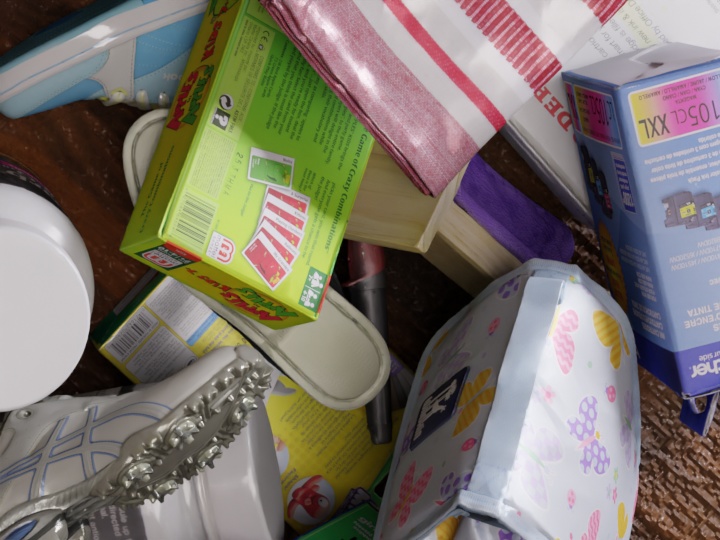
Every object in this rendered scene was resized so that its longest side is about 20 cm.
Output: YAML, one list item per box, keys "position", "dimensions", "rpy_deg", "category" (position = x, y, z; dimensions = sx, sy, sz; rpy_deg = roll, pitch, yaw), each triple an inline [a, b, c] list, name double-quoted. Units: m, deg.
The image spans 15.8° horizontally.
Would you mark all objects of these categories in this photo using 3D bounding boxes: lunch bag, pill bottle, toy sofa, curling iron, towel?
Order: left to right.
- position: [-0.201, 0.005, 1.372]
  dimensions: [0.116, 0.200, 0.117]
  rpy_deg: [-3, 102, -14]
  category: "pill bottle"
- position: [-0.148, 0.124, 1.429]
  dimensions: [0.199, 0.113, 0.114]
  rpy_deg: [-10, 104, 6]
  category: "pill bottle"
- position: [0.000, 0.000, 1.468]
  dimensions: [0.025, 0.050, 0.202]
  rpy_deg: [-2, 100, 11]
  category: "curling iron"
- position: [0.062, -0.155, 1.333]
  dimensions: [0.200, 0.023, 0.144]
  rpy_deg: [-45, 113, -5]
  category: "towel"
- position: [0.076, -0.017, 1.454]
  dimensions: [0.200, 0.083, 0.098]
  rpy_deg: [39, 72, -43]
  category: "toy sofa"
- position: [0.079, 0.111, 1.374]
  dimensions: [0.126, 0.170, 0.201]
  rpy_deg: [9, 144, 11]
  category: "lunch bag"

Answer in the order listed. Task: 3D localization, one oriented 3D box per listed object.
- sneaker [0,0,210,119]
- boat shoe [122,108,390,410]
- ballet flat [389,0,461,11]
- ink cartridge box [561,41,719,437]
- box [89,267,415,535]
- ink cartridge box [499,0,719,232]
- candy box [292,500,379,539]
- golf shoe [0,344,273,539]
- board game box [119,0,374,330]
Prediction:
- position: [-0.101, -0.096, 1.442]
  dimensions: [0.199, 0.080, 0.131]
  rpy_deg: [-23, 104, -8]
  category: "sneaker"
- position: [-0.061, -0.008, 1.428]
  dimensions: [0.199, 0.066, 0.075]
  rpy_deg: [44, 87, -14]
  category: "boat shoe"
- position: [0.050, -0.161, 1.372]
  dimensions: [0.199, 0.068, 0.064]
  rpy_deg: [-18, 64, -34]
  category: "ballet flat"
- position: [0.176, -0.015, 1.399]
  dimensions: [0.076, 0.136, 0.201]
  rpy_deg: [-16, 99, -5]
  category: "ink cartridge box"
- position: [-0.045, 0.065, 1.504]
  dimensions: [0.200, 0.048, 0.117]
  rpy_deg: [44, 88, -15]
  category: "box"
- position: [0.162, -0.139, 1.496]
  dimensions: [0.200, 0.083, 0.145]
  rpy_deg: [-44, 108, -3]
  category: "ink cartridge box"
- position: [-0.057, 0.228, 1.428]
  dimensions: [0.077, 0.200, 0.169]
  rpy_deg: [41, 114, 12]
  category: "candy box"
- position: [-0.142, 0.087, 1.343]
  dimensions: [0.200, 0.078, 0.097]
  rpy_deg: [-37, 67, -4]
  category: "golf shoe"
- position: [-0.045, -0.082, 1.375]
  dimensions: [0.101, 0.048, 0.201]
  rpy_deg: [28, 69, -26]
  category: "board game box"
